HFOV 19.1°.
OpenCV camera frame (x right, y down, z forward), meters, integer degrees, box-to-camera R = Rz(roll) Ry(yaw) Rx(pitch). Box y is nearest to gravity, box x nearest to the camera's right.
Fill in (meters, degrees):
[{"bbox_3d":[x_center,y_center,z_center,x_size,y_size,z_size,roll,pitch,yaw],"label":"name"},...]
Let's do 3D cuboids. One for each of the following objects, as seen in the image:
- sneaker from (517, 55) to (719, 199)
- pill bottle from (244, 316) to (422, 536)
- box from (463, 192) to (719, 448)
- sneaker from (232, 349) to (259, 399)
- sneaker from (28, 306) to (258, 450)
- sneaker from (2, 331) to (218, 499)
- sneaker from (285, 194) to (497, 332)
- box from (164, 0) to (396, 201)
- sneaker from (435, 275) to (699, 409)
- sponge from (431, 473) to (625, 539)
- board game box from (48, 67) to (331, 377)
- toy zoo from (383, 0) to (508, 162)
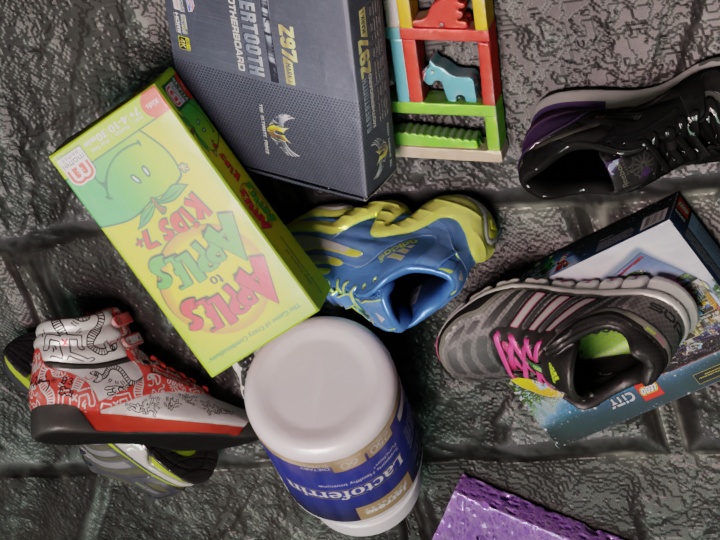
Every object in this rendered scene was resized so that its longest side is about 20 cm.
[{"bbox_3d":[0.203,-0.084,1.451,0.199,0.088,0.076,-11,121,27],"label":"sneaker"},{"bbox_3d":[-0.014,0.126,1.638,0.115,0.116,0.200,7,155,15],"label":"pill bottle"},{"bbox_3d":[0.189,0.041,1.584,0.200,0.038,0.137,-27,113,34],"label":"box"},{"bbox_3d":[-0.085,0.041,1.677,0.074,0.080,0.200,-29,131,5],"label":"sneaker"},{"bbox_3d":[-0.171,0.087,1.734,0.201,0.108,0.067,5,162,-26],"label":"sneaker"},{"bbox_3d":[-0.220,0.129,1.786,0.200,0.074,0.081,38,132,-8],"label":"sneaker"},{"bbox_3d":[0.000,0.000,1.580,0.199,0.105,0.076,-15,119,29],"label":"sneaker"},{"bbox_3d":[-0.058,-0.157,1.497,0.157,0.051,0.201,16,132,26],"label":"box"},{"bbox_3d":[0.139,0.056,1.531,0.199,0.088,0.074,-7,122,25],"label":"sneaker"},{"bbox_3d":[0.155,0.247,1.760,0.199,0.030,0.112,22,130,4],"label":"sponge"},{"bbox_3d":[-0.122,-0.034,1.544,0.101,0.048,0.200,-32,101,20],"label":"board game box"},{"bbox_3d":[0.030,-0.168,1.496,0.131,0.020,0.201,5,127,18],"label":"toy zoo"}]
